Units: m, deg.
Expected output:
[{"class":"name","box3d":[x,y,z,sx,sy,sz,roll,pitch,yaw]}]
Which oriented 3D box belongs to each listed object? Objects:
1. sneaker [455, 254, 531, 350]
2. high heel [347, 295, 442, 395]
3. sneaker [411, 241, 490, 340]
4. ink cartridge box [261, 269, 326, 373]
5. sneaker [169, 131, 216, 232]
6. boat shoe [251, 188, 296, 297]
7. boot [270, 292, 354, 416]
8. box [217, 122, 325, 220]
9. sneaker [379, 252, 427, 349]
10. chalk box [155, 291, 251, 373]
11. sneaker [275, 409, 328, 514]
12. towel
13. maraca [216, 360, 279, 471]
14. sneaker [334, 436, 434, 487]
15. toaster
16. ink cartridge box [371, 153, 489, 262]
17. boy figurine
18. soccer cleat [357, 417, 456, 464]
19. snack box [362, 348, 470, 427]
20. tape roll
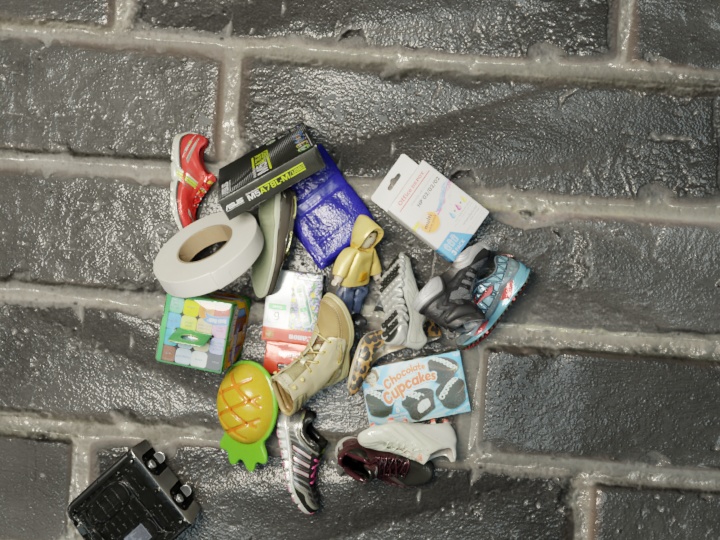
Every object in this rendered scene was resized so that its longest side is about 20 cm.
[{"class":"sneaker","box3d":[0.233,0.058,1.182,0.095,0.079,0.201,38,85,15]},{"class":"high heel","box3d":[0.064,0.159,1.158,0.140,0.072,0.203,23,69,4]},{"class":"sneaker","box3d":[0.189,0.040,1.114,0.199,0.076,0.114,-38,78,-27]},{"class":"ink cartridge box","box3d":[-0.131,0.103,1.189,0.106,0.050,0.205,7,89,2]},{"class":"sneaker","box3d":[-0.315,-0.161,1.181,0.083,0.077,0.205,-1,91,-4]},{"class":"boat shoe","box3d":[-0.154,-0.051,1.140,0.060,0.071,0.206,4,95,-43]},{"class":"boot","box3d":[-0.088,0.152,1.107,0.072,0.154,0.203,32,134,32]},{"class":"box","box3d":[-0.165,-0.184,1.118,0.190,0.201,0.048,-27,117,1]},{"class":"sneaker","box3d":[0.082,0.058,1.147,0.080,0.075,0.203,22,48,-23]},{"class":"chalk box","box3d":[-0.283,0.104,1.118,0.122,0.200,0.127,11,91,1]},{"class":"sneaker","box3d":[-0.099,0.356,1.180,0.086,0.074,0.205,-15,85,7]},{"class":"towel","box3d":[-0.078,-0.122,1.188,0.147,0.050,0.202,-37,90,2]},{"class":"maraca","box3d":[-0.213,0.270,1.164,0.135,0.106,0.205,9,96,31]},{"class":"sneaker","box3d":[0.044,0.373,1.157,0.195,0.116,0.078,11,91,1]},{"class":"toaster","box3d":[-0.423,0.450,1.164,0.199,0.119,0.182,-41,89,1]},{"class":"ink cartridge box","box3d":[0.127,-0.123,1.175,0.199,0.068,0.116,37,91,1]},{"class":"boy figurine","box3d":[0.000,0.000,1.161,0.064,0.123,0.204,25,106,43]},{"class":"soccer cleat","box3d":[0.091,0.319,1.149,0.195,0.070,0.079,4,55,-19]},{"class":"snack box","box3d":[0.103,0.227,1.194,0.195,0.037,0.119,-11,90,1]},{"class":"tape roll","box3d":[-0.266,-0.033,1.090,0.199,0.204,0.038,-21,125,2]}]
